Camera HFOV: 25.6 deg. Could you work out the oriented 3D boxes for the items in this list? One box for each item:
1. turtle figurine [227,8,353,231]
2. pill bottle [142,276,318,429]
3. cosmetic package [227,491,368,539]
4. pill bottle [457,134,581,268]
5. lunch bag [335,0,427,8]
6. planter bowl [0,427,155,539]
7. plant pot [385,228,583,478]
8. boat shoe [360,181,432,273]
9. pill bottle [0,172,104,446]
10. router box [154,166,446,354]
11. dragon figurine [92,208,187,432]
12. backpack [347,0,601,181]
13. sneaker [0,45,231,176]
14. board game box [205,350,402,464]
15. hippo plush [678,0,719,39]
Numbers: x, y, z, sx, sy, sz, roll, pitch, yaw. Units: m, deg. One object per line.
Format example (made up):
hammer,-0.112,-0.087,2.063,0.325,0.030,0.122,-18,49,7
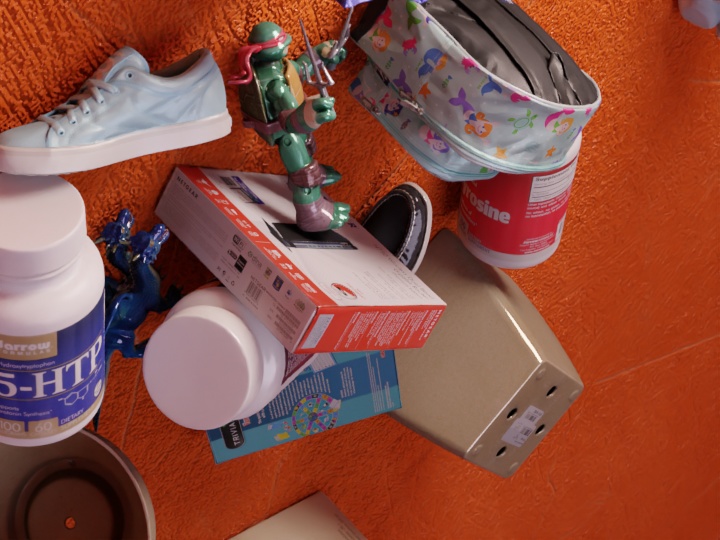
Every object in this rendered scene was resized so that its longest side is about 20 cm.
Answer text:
turtle figurine,-0.051,-0.140,1.316,0.151,0.099,0.202,-77,162,-51
pill bottle,-0.106,0.061,1.360,0.115,0.114,0.200,-59,173,18
cosmetic package,-0.094,0.342,1.787,0.199,0.103,0.074,-23,140,-36
pill bottle,0.161,-0.108,1.591,0.112,0.112,0.202,-28,143,-29
lunch bag,0.004,-0.315,1.133,0.093,0.150,0.202,-13,135,-42
planter bowl,-0.267,0.226,1.390,0.201,0.200,0.135,-48,176,2
plant pot,0.124,0.109,1.725,0.201,0.177,0.199,-51,149,4
boat shoe,0.000,0.000,1.558,0.060,0.074,0.201,-7,139,-53
pill bottle,-0.257,0.028,1.223,0.119,0.120,0.202,-26,143,-31
router box,-0.051,-0.010,1.358,0.178,0.200,0.049,1,126,-52
dragon figurine,-0.213,0.038,1.346,0.099,0.059,0.201,14,114,-55
backpack,0.100,-0.162,1.363,0.177,0.200,0.152,-9,133,-53
sneaker,-0.194,-0.126,1.200,0.198,0.074,0.083,-17,108,-33
board game box,-0.064,0.104,1.546,0.197,0.047,0.152,-16,142,-6
hippo plush,0.415,-0.338,1.663,0.199,0.159,0.162,31,81,-17
